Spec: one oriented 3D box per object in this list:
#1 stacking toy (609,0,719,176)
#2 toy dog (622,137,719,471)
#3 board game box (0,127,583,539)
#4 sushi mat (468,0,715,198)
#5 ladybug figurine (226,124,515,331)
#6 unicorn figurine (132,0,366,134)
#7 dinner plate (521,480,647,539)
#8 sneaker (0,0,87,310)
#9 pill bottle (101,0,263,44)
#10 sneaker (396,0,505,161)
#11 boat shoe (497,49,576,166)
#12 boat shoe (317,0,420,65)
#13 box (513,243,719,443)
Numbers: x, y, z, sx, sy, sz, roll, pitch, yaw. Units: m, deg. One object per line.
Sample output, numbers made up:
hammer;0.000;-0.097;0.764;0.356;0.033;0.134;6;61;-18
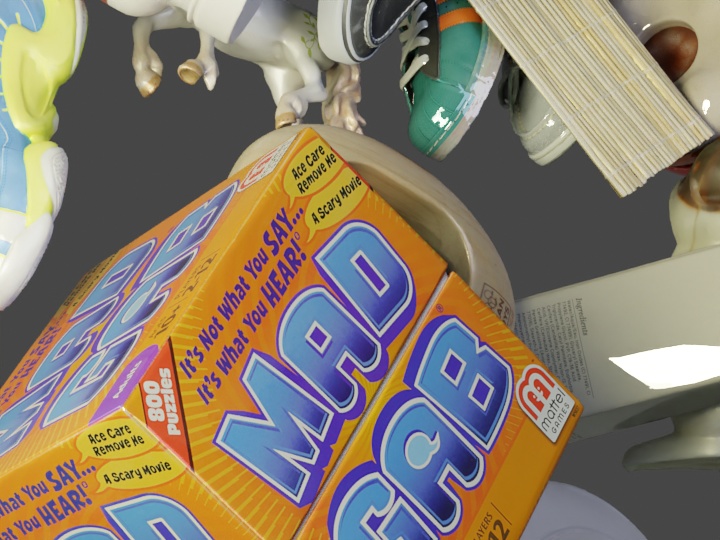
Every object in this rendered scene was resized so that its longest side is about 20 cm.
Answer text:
stacking toy;0.236;-0.102;1.652;0.200;0.146;0.147;36;47;-48
toy dog;0.237;0.015;1.529;0.139;0.194;0.201;3;76;-31
board game box;-0.055;0.097;1.218;0.200;0.200;0.200;45;47;-15
sushi mat;0.124;-0.140;1.516;0.096;0.012;0.200;-35;86;-37
ladybug figurine;0.000;0.000;1.403;0.200;0.072;0.136;33;54;-24
unicorn figurine;-0.071;-0.146;1.426;0.200;0.074;0.138;46;44;-37
dinner plate;0.130;0.214;1.450;0.200;0.024;0.201;18;59;-33
sneaker;-0.202;-0.074;1.276;0.105;0.076;0.200;19;50;-20
pill bottle;-0.133;-0.204;1.320;0.200;0.112;0.112;30;49;1
sneaker;0.046;-0.158;1.534;0.080;0.071;0.200;22;58;-13
boat shoe;0.111;-0.153;1.582;0.065;0.074;0.202;24;51;-24
boat shoe;0.044;-0.201;1.415;0.200;0.068;0.072;-62;152;-5
box;0.177;0.039;1.449;0.068;0.199;0.082;36;42;-67
